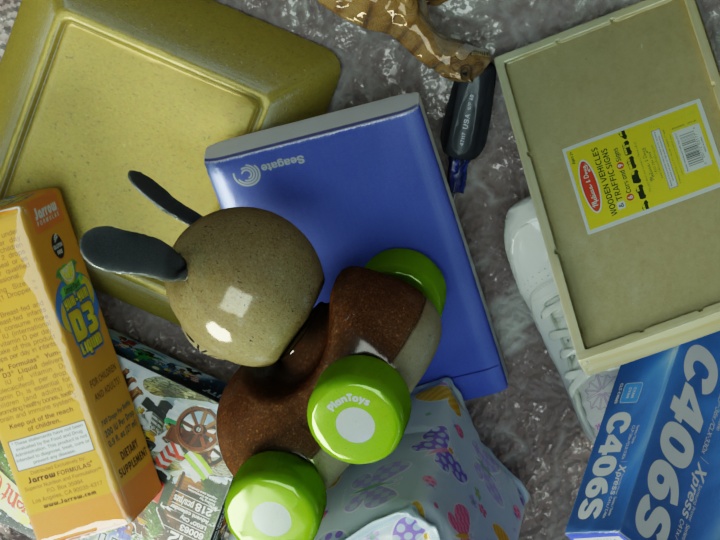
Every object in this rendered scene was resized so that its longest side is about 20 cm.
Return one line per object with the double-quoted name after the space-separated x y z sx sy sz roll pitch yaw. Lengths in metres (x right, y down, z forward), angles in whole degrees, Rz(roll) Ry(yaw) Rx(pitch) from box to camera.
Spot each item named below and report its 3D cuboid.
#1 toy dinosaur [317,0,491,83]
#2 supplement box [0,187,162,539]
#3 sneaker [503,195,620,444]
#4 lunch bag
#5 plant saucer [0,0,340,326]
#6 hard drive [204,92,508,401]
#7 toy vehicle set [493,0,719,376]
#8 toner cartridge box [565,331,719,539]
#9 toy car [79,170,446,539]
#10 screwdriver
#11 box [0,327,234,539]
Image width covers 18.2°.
-0.011 -0.175 1.303 0.199 0.060 0.107 26 94 7 "toy dinosaur"
-0.186 0.056 1.335 0.068 0.067 0.201 -18 99 17 "supplement box"
0.149 0.045 1.331 0.075 0.100 0.201 -29 99 19 "sneaker"
-0.009 0.182 1.342 0.199 0.170 0.128 -28 107 19 "lunch bag"
-0.138 -0.072 1.362 0.199 0.048 0.201 23 107 1 "plant saucer"
0.000 0.000 1.346 0.131 0.025 0.201 -13 120 11 "hard drive"
0.159 -0.054 1.281 0.123 0.027 0.201 -19 65 13 "toy vehicle set"
0.188 0.084 1.286 0.043 0.201 0.095 -7 143 46 "toner cartridge box"
-0.069 0.028 1.266 0.200 0.165 0.158 37 117 -8 "toy car"
0.056 -0.033 1.365 0.029 0.028 0.201 -3 114 -22 "screwdriver"
-0.169 0.107 1.400 0.199 0.038 0.137 24 106 11 "box"
